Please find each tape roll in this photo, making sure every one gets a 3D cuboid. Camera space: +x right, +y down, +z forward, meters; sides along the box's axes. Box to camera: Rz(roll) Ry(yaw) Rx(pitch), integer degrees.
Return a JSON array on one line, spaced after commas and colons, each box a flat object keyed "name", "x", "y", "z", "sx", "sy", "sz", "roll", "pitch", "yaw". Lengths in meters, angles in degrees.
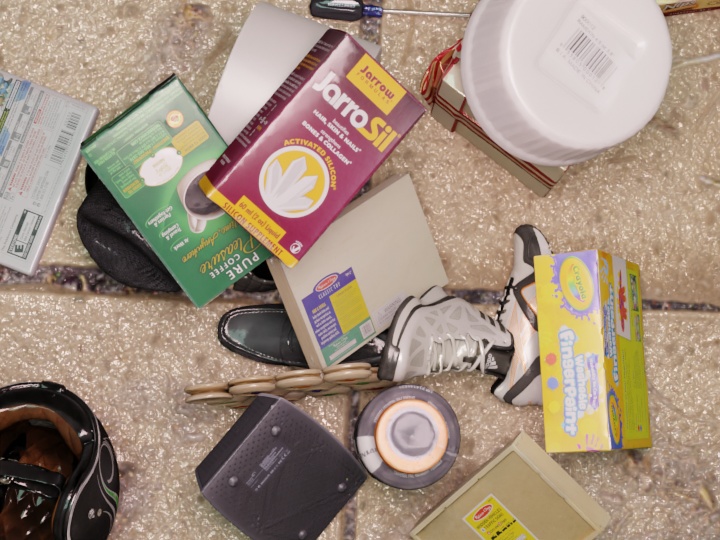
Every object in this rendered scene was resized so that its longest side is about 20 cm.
[{"name": "tape roll", "x": -0.075, "y": -0.164, "z": 1.516, "sx": 0.138, "sy": 0.203, "sz": 0.204, "roll": 20, "pitch": 83, "yaw": 1}]

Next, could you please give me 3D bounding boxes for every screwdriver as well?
[{"name": "screwdriver", "x": 0.041, "y": -0.288, "z": 1.619, "sx": 0.198, "sy": 0.028, "sz": 0.029, "roll": 7, "pitch": 54, "yaw": 3}]

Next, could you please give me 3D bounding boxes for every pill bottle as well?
[{"name": "pill bottle", "x": 0.046, "y": 0.171, "z": 1.478, "sx": 0.105, "sy": 0.200, "sz": 0.107, "roll": 0, "pitch": 83, "yaw": -1}]

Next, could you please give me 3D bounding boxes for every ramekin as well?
[{"name": "ramekin", "x": 0.205, "y": -0.205, "z": 1.402, "sx": 0.198, "sy": 0.098, "sz": 0.203, "roll": 0, "pitch": 91, "yaw": -13}]

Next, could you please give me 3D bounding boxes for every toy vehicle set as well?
[{"name": "toy vehicle set", "x": 0.150, "y": 0.264, "z": 1.487, "sx": 0.124, "sy": 0.200, "sz": 0.027, "roll": 45, "pitch": 41, "yaw": 3}]

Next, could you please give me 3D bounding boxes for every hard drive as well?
[{"name": "hard drive", "x": -0.083, "y": 0.211, "z": 1.486, "sx": 0.135, "sy": 0.200, "sz": 0.042, "roll": -49, "pitch": 49, "yaw": -7}]

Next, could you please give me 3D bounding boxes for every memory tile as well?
[{"name": "memory tile", "x": -0.070, "y": 0.121, "z": 1.486, "sx": 0.198, "sy": 0.153, "sz": 0.017, "roll": -9, "pitch": 78, "yaw": 14}]

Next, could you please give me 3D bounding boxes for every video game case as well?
[{"name": "video game case", "x": -0.408, "y": -0.119, "z": 1.591, "sx": 0.181, "sy": 0.022, "sz": 0.202, "roll": 21, "pitch": 84, "yaw": 1}]

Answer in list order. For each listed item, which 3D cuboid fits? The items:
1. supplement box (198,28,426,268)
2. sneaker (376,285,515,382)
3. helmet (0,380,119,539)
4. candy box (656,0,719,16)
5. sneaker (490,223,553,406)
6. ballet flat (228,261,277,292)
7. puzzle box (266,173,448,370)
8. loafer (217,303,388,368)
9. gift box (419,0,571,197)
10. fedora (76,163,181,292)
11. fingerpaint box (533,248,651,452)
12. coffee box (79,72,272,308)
[{"name": "supplement box", "x": -0.047, "y": -0.117, "z": 1.368, "sx": 0.110, "sy": 0.086, "sz": 0.200, "roll": 40, "pitch": 91, "yaw": -17}, {"name": "sneaker", "x": 0.096, "y": 0.075, "z": 1.465, "sx": 0.115, "sy": 0.200, "sz": 0.076, "roll": 20, "pitch": 112, "yaw": 15}, {"name": "helmet", "x": -0.337, "y": 0.230, "z": 1.466, "sx": 0.198, "sy": 0.192, "sz": 0.201, "roll": 6, "pitch": 47, "yaw": -6}, {"name": "candy box", "x": 0.366, "y": -0.394, "z": 1.630, "sx": 0.114, "sy": 0.055, "sz": 0.202, "roll": -6, "pitch": 83, "yaw": -2}, {"name": "sneaker", "x": 0.174, "y": 0.050, "z": 1.561, "sx": 0.079, "sy": 0.074, "sz": 0.202, "roll": -2, "pitch": 83, "yaw": 0}, {"name": "ballet flat", "x": -0.068, "y": -0.017, "z": 1.570, "sx": 0.198, "sy": 0.057, "sz": 0.067, "roll": -8, "pitch": 82, "yaw": -3}, {"name": "puzzle box", "x": 0.000, "y": 0.000, "z": 1.508, "sx": 0.199, "sy": 0.025, "sz": 0.134, "roll": -34, "pitch": 112, "yaw": -35}, {"name": "loafer", "x": -0.056, "y": 0.071, "z": 1.552, "sx": 0.199, "sy": 0.070, "sz": 0.069, "roll": 8, "pitch": 82, "yaw": -1}, {"name": "gift box", "x": 0.185, "y": -0.214, "z": 1.536, "sx": 0.186, "sy": 0.200, "sz": 0.185, "roll": 37, "pitch": 78, "yaw": 4}, {"name": "fedora", "x": -0.223, "y": -0.038, "z": 1.501, "sx": 0.200, "sy": 0.201, "sz": 0.092, "roll": 38, "pitch": 49, "yaw": 3}, {"name": "fingerpaint box", "x": 0.243, "y": 0.088, "z": 1.507, "sx": 0.073, "sy": 0.167, "sz": 0.202, "roll": -6, "pitch": 83, "yaw": 25}, {"name": "coffee box", "x": -0.171, "y": -0.076, "z": 1.418, "sx": 0.123, "sy": 0.044, "sz": 0.201, "roll": -37, "pitch": 107, "yaw": -1}]
